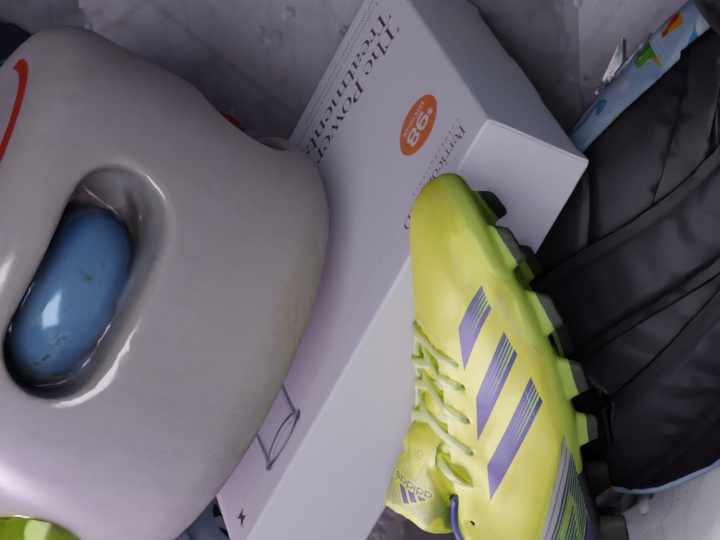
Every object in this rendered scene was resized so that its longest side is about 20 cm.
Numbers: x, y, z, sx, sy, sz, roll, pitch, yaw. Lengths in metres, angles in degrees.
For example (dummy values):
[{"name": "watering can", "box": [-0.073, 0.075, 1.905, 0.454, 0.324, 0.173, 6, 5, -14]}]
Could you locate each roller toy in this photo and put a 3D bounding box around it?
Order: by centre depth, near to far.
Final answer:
[{"name": "roller toy", "box": [-0.111, 0.005, 0.860, 0.139, 0.201, 0.183, 28, 128, -19]}]

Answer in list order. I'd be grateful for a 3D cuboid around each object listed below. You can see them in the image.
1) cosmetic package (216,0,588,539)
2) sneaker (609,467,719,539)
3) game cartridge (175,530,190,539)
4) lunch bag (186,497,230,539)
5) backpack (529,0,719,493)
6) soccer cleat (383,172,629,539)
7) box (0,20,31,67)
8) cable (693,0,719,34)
[{"name": "cosmetic package", "box": [0.000, 0.000, 0.886, 0.051, 0.151, 0.201, 19, 111, -27]}, {"name": "sneaker", "box": [0.112, 0.131, 0.937, 0.080, 0.076, 0.201, 34, 108, 13]}, {"name": "game cartridge", "box": [-0.126, 0.190, 0.955, 0.132, 0.040, 0.201, 11, 115, 15]}, {"name": "lunch bag", "box": [-0.082, 0.179, 0.995, 0.200, 0.076, 0.160, 46, 113, 1]}, {"name": "backpack", "box": [0.132, -0.006, 0.867, 0.163, 0.154, 0.200, 41, 96, -7]}, {"name": "soccer cleat", "box": [0.043, 0.058, 0.806, 0.083, 0.065, 0.201, -17, 124, 3]}, {"name": "box", "box": [-0.275, -0.058, 0.960, 0.196, 0.117, 0.201, 32, 108, 4]}, {"name": "cable", "box": [0.111, -0.144, 0.825, 0.200, 0.050, 0.098, 34, 100, 44]}]
